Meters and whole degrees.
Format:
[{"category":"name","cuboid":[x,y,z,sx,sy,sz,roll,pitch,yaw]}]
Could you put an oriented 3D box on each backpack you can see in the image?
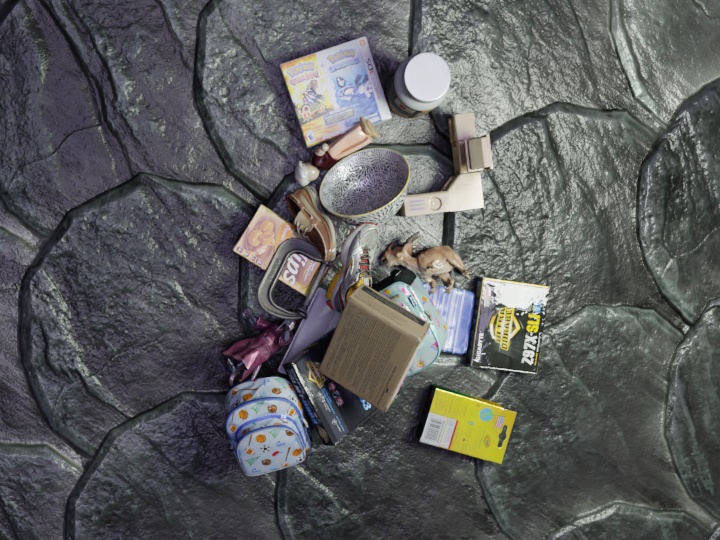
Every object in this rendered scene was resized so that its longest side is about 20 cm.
[{"category":"backpack","cuboid":[0.083,0.124,1.627,0.175,0.154,0.201,-30,106,25]},{"category":"backpack","cuboid":[-0.199,0.320,1.611,0.198,0.154,0.192,-18,120,-6]}]

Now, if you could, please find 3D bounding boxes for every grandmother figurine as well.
[{"category":"grandmother figurine","cuboid":[-0.060,-0.246,1.630,0.199,0.121,0.061,-34,71,18]}]

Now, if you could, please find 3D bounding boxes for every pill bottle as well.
[{"category":"pill bottle","cuboid":[0.120,-0.383,1.597,0.115,0.200,0.118,0,95,-6]}]

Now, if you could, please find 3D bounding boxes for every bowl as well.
[{"category":"bowl","cuboid":[0.020,-0.157,1.634,0.199,0.201,0.095,-29,136,-4]}]

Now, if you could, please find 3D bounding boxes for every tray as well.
[{"category":"tray","cuboid":[-0.103,0.139,1.677,0.107,0.022,0.202,26,90,-45]}]

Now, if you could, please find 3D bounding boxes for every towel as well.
[{"category":"towel","cuboid":[0.153,0.103,1.723,0.197,0.024,0.147,10,92,-7]}]

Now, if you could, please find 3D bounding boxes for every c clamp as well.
[{"category":"c clamp","cuboid":[-0.115,0.020,1.610,0.170,0.027,0.201,33,73,-5]}]

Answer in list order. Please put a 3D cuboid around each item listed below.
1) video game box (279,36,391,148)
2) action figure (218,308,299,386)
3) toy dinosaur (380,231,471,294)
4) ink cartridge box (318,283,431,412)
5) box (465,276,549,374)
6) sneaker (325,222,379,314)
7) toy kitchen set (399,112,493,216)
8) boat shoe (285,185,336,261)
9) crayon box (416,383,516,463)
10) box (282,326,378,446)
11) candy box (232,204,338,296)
[{"category":"video game box","cuboid":[-0.053,-0.381,1.655,0.198,0.047,0.184,-20,94,-5]},{"category":"action figure","cuboid":[-0.198,0.161,1.643,0.199,0.133,0.150,-34,131,-26]},{"category":"toy dinosaur","cuboid":[0.159,-0.025,1.692,0.198,0.136,0.086,-1,137,-27]},{"category":"ink cartridge box","cuboid":[0.026,0.153,1.528,0.164,0.075,0.201,30,122,11]},{"category":"box","cuboid":[0.330,0.124,1.734,0.158,0.049,0.203,8,93,-9]},{"category":"sneaker","cuboid":[0.000,0.000,1.584,0.077,0.082,0.202,9,104,-40]},{"category":"toy kitchen set","cuboid":[0.172,-0.224,1.632,0.178,0.163,0.203,-8,94,-6]},{"category":"boat shoe","cuboid":[-0.105,-0.093,1.609,0.071,0.201,0.076,-11,138,-19]},{"category":"crayon box","cuboid":[0.237,0.346,1.736,0.198,0.051,0.128,18,92,-7]},{"category":"box","cuboid":[-0.042,0.235,1.651,0.198,0.049,0.202,-32,99,-34]},{"category":"candy box","cuboid":[-0.161,-0.039,1.658,0.199,0.055,0.116,32,88,-7]}]
